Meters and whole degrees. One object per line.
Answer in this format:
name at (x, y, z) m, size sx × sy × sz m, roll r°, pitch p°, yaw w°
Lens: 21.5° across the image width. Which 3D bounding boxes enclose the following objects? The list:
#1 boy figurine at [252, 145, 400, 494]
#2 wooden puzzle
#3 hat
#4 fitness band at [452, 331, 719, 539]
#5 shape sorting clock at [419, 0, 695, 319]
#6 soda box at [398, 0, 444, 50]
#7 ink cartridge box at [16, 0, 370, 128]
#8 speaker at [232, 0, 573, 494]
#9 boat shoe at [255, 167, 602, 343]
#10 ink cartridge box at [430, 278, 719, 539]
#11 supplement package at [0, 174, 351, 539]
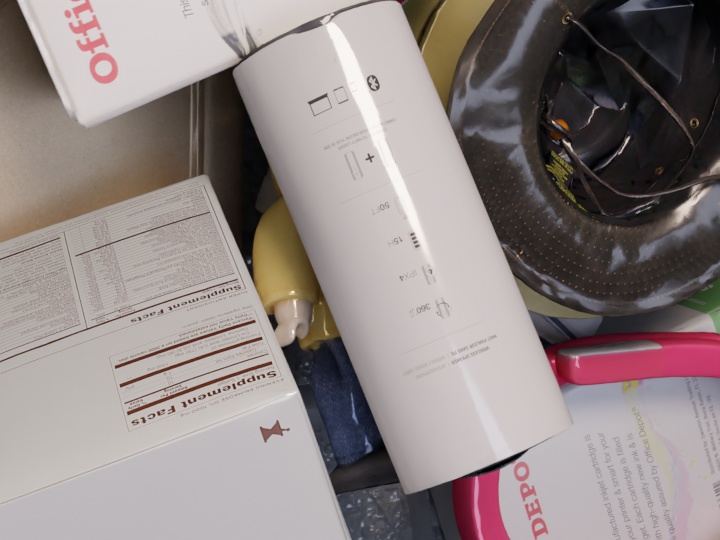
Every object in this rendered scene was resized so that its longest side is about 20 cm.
boy figurine at (0.000, 0.000, 0.888) m, size 0.124 × 0.064 × 0.201 m, roll -5°, pitch 80°, yaw -49°
wooden puzzle at (-0.146, -0.073, 0.901) m, size 0.199 × 0.037 × 0.187 m, roll -3°, pitch 100°, yaw -29°
hat at (0.125, -0.084, 0.885) m, size 0.199 × 0.081 × 0.202 m, roll -4°, pitch 106°, yaw -12°
fitness band at (0.141, 0.105, 0.968) m, size 0.199 × 0.037 × 0.145 m, roll -2°, pitch 102°, yaw -22°
shape sorting clock at (0.113, -0.076, 0.945) m, size 0.199 × 0.039 × 0.202 m, roll -5°, pitch 103°, yaw -20°
soda box at (-0.011, -0.180, 0.921) m, size 0.064 × 0.068 × 0.201 m, roll -21°, pitch 107°, yaw -19°
ink cartridge box at (-0.062, -0.170, 0.830) m, size 0.199 × 0.084 × 0.146 m, roll -24°, pitch 106°, yaw -4°
speaker at (0.019, -0.009, 0.812) m, size 0.081 × 0.081 × 0.201 m, roll -22°, pitch 87°, yaw -19°
boat shoe at (0.034, -0.003, 0.976) m, size 0.199 × 0.071 × 0.070 m, roll 32°, pitch 94°, yaw -24°
ink cartridge box at (0.141, 0.104, 1.032) m, size 0.199 × 0.087 × 0.146 m, roll -25°, pitch 108°, yaw -20°
supplement package at (-0.090, 0.101, 0.829) m, size 0.146 × 0.200 × 0.192 m, roll -19°, pitch 120°, yaw -5°
